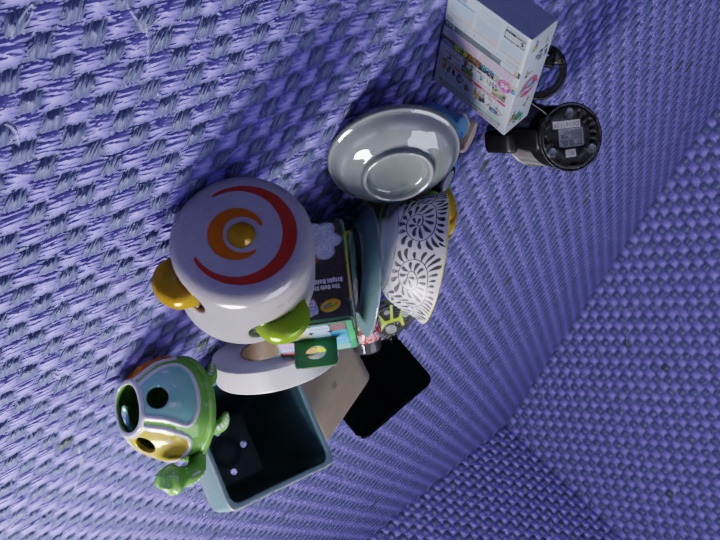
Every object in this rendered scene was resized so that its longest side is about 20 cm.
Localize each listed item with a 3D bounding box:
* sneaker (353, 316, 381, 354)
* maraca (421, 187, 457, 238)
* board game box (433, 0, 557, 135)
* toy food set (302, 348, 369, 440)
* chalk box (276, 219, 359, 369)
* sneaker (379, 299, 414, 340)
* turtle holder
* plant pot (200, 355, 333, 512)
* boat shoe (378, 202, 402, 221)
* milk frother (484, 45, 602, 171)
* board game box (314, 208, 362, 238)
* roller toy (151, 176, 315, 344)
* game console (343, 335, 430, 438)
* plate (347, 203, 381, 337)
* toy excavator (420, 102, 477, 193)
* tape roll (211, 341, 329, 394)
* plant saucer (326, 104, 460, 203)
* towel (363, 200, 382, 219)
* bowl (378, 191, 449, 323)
[{"bbox_3d":[-0.001,0.051,1.924,0.066,0.202,0.110,-7,116,-5],"label":"sneaker"},{"bbox_3d":[0.111,-0.078,1.932,0.137,0.107,0.201,-42,161,-20],"label":"maraca"},{"bbox_3d":[0.189,-0.315,1.591,0.064,0.147,0.201,-39,159,-26],"label":"board game box"},{"bbox_3d":[-0.069,0.197,1.963,0.201,0.060,0.145,-54,135,-32],"label":"toy food set"},{"bbox_3d":[-0.070,0.048,1.603,0.122,0.204,0.124,-6,158,2],"label":"chalk box"},{"bbox_3d":[0.017,0.091,2.049,0.198,0.077,0.076,-28,126,12],"label":"sneaker"},{"bbox_3d":[-0.279,0.215,1.570,0.130,0.139,0.190,6,87,-47],"label":"turtle holder"},{"bbox_3d":[-0.195,0.281,1.811,0.193,0.199,0.200,-20,170,-30],"label":"plant pot"},{"bbox_3d":[0.079,-0.044,1.813,0.075,0.068,0.201,-53,149,-26],"label":"boat shoe"},{"bbox_3d":[0.323,-0.288,1.972,0.188,0.177,0.204,-147,-112,-75],"label":"milk frother"},{"bbox_3d":[-0.037,-0.033,1.810,0.199,0.035,0.137,-20,146,-53],"label":"board game box"},{"bbox_3d":[-0.149,-0.016,1.387,0.140,0.196,0.185,93,8,-62],"label":"roller toy"},{"bbox_3d":[0.000,0.210,2.109,0.199,0.118,0.175,-36,-159,-31],"label":"game console"},{"bbox_3d":[0.000,0.000,1.682,0.025,0.203,0.202,1,143,-12],"label":"plate"},{"bbox_3d":[0.135,-0.215,1.760,0.201,0.099,0.196,-54,160,-27],"label":"toy excavator"},{"bbox_3d":[-0.131,0.132,1.712,0.201,0.200,0.038,-28,113,-43],"label":"tape roll"},{"bbox_3d":[0.051,-0.152,1.594,0.196,0.051,0.202,-7,145,-5],"label":"plant saucer"},{"bbox_3d":[0.024,-0.072,1.781,0.086,0.018,0.204,-36,138,-54],"label":"towel"},{"bbox_3d":[0.067,-0.027,1.676,0.201,0.092,0.205,-171,-90,-84],"label":"bowl"}]
